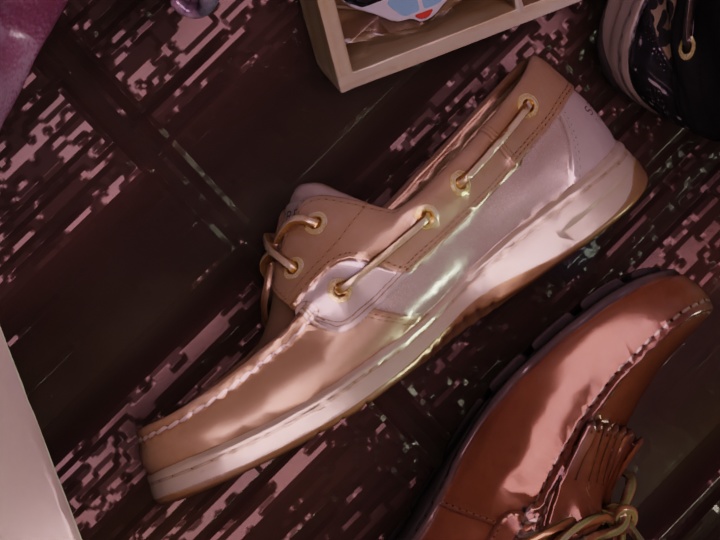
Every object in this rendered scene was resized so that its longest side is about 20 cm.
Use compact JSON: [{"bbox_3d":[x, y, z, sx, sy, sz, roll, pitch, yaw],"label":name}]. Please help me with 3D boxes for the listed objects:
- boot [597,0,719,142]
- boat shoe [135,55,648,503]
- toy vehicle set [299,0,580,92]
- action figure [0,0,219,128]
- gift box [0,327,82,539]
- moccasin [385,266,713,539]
[{"bbox_3d":[0.164,-0.116,0.826,0.073,0.154,0.204,18,108,-29],"label":"boot"},{"bbox_3d":[0.000,0.000,0.871,0.200,0.074,0.069,-36,95,-19],"label":"boat shoe"},{"bbox_3d":[0.065,-0.153,0.877,0.199,0.027,0.125,-22,120,-11],"label":"toy vehicle set"},{"bbox_3d":[-0.095,-0.130,0.776,0.200,0.149,0.134,-44,88,0],"label":"action figure"},{"bbox_3d":[-0.156,0.100,0.783,0.184,0.200,0.188,-21,79,-7],"label":"gift box"},{"bbox_3d":[0.055,0.088,0.870,0.078,0.074,0.202,35,82,15],"label":"moccasin"}]
